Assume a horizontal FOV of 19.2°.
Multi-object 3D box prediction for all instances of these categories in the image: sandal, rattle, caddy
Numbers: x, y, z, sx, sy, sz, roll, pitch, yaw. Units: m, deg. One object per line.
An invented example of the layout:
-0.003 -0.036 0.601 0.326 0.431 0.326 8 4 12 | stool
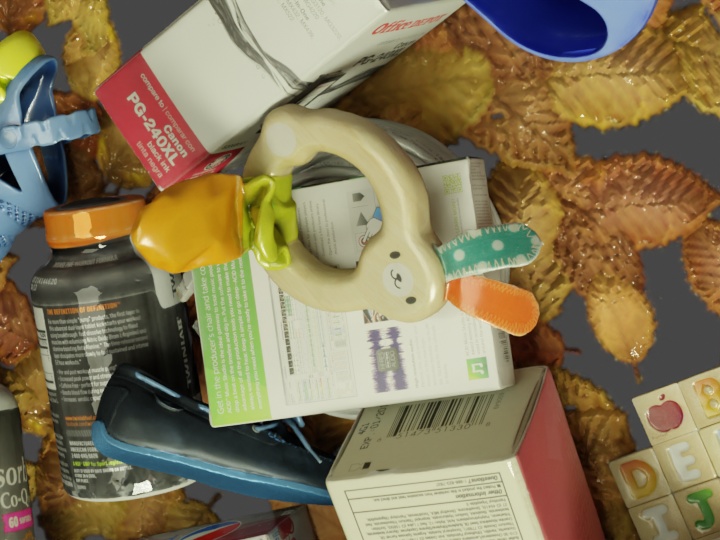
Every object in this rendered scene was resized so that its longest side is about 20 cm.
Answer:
-0.244 -0.062 1.494 0.087 0.079 0.200 28 113 13 | sandal
-0.006 -0.011 1.241 0.200 0.143 0.130 36 104 19 | rattle
0.102 -0.217 1.263 0.200 0.105 0.141 41 135 10 | caddy

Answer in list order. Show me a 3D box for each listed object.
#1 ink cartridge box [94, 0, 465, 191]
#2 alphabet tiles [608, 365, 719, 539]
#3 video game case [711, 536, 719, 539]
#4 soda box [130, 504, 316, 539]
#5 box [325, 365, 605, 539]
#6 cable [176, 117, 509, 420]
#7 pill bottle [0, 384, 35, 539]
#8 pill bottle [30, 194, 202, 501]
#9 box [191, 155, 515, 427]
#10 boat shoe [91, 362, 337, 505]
-0.045 -0.146 1.345 0.200 0.145 0.083 -35 85 27 | ink cartridge box
0.255 0.155 1.353 0.166 0.006 0.200 -23 92 27 | alphabet tiles
0.178 0.268 1.333 0.018 0.143 0.200 28 117 38 | video game case
-0.127 0.221 1.506 0.200 0.070 0.064 -15 97 26 | soda box
0.079 0.176 1.348 0.128 0.109 0.200 -9 117 23 | box
0.000 0.000 1.401 0.200 0.069 0.200 37 113 12 | cable
-0.299 0.144 1.536 0.116 0.116 0.200 -8 90 26 | pill bottle
-0.168 0.050 1.466 0.106 0.106 0.200 -4 100 25 | pill bottle
-0.009 0.015 1.337 0.200 0.036 0.145 -8 87 21 | box
-0.076 0.109 1.415 0.084 0.200 0.069 -15 60 56 | boat shoe
